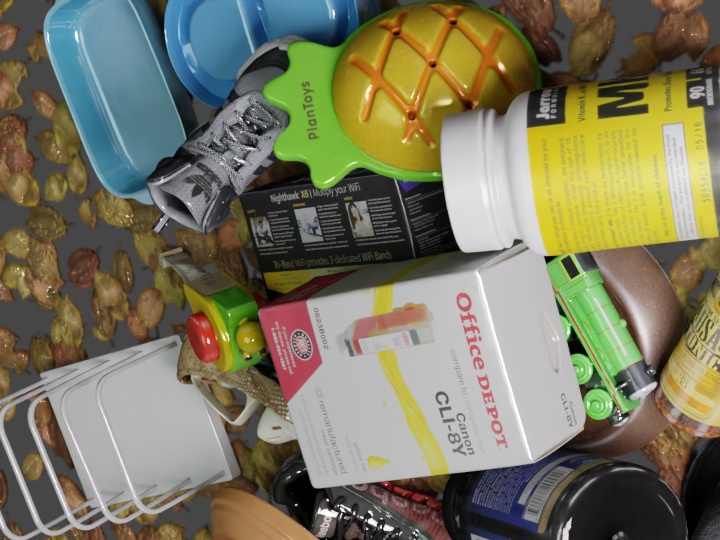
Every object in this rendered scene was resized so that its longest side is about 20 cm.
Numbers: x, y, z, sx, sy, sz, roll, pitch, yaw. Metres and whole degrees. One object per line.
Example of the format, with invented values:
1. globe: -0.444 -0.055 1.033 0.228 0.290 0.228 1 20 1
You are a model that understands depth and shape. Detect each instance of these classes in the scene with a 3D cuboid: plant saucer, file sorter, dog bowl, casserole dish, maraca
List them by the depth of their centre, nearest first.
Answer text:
1. maraca: 0.031 -0.126 1.353 0.199 0.107 0.137 -11 71 -1
2. plant saucer: 0.150 0.052 1.408 0.200 0.034 0.201 15 116 34
3. dog bowl: -0.066 -0.194 1.474 0.200 0.050 0.112 -10 100 40
4. plant saucer: -0.053 0.260 1.575 0.200 0.037 0.200 35 159 15
5. casserole dish: -0.197 -0.155 1.599 0.121 0.039 0.200 -19 94 41
6. file sorter: -0.236 0.156 1.691 0.200 0.124 0.139 -16 97 40

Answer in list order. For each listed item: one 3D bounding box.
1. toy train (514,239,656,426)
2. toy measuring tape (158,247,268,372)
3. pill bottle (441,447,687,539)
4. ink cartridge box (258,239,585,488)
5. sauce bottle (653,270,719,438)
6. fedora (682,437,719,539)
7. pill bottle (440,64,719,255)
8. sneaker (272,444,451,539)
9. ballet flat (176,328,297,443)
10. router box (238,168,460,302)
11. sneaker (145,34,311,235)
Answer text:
1. toy train: 0.149 0.016 1.347 0.056 0.042 0.200 -34 80 27
2. toy measuring tape: -0.121 0.038 1.564 0.200 0.073 0.074 -148 51 -60
3. pill bottle: 0.141 0.184 1.377 0.200 0.112 0.112 5 112 66
4. ink cartridge box: 0.043 0.068 1.349 0.200 0.083 0.146 -11 99 37
5. sauce bottle: 0.266 0.025 1.285 0.066 0.066 0.200 36 125 22
6. fedora: 0.298 0.188 1.301 0.200 0.092 0.201 15 116 33
7. pill bottle: 0.160 -0.070 1.254 0.199 0.114 0.115 -7 104 13
8. sneaker: 0.009 0.207 1.535 0.200 0.098 0.071 33 122 23
9. ballet flat: -0.078 0.108 1.581 0.200 0.070 0.065 26 92 37
10. router box: 0.000 0.000 1.470 0.200 0.052 0.158 -4 105 51
11. sneaker: -0.096 -0.093 1.435 0.075 0.114 0.200 41 139 -6
